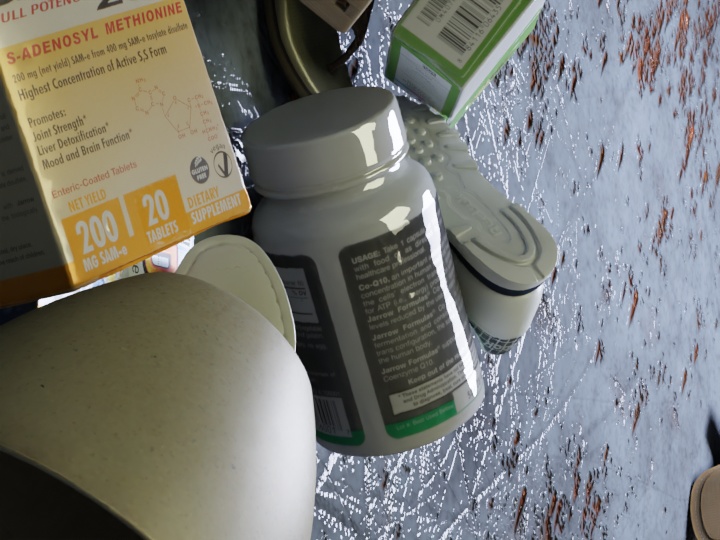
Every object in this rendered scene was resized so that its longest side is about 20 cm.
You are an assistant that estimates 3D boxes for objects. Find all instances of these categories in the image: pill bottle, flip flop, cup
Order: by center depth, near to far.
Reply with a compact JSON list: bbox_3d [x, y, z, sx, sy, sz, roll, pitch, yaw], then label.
[{"bbox_3d":[-0.097,0.086,0.829,0.143,0.200,0.201,-55,135,-37],"label":"cup"},{"bbox_3d":[0.000,0.000,1.168,0.113,0.113,0.201,-49,129,-56],"label":"pill bottle"},{"bbox_3d":[-0.020,-0.188,1.221,0.081,0.057,0.201,7,78,-65],"label":"flip flop"}]

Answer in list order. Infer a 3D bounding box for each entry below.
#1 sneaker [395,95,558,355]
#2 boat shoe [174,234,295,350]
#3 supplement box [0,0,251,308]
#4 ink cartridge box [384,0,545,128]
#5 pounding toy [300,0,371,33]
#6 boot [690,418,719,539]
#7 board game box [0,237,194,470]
[{"bbox_3d":[0.044,-0.034,1.250,0.076,0.200,0.081,-18,143,-27],"label":"sneaker"},{"bbox_3d":[-0.067,0.082,0.994,0.060,0.072,0.203,97,-11,-65],"label":"boat shoe"},{"bbox_3d":[-0.141,-0.098,0.887,0.126,0.073,0.201,-28,102,-48],"label":"supplement box"},{"bbox_3d":[0.069,-0.157,1.258,0.104,0.059,0.200,-52,177,-3],"label":"ink cartridge box"},{"bbox_3d":[-0.010,-0.239,1.137,0.184,0.142,0.200,39,39,-5],"label":"pounding toy"},{"bbox_3d":[0.391,0.247,1.970,0.200,0.073,0.155,-64,144,-43],"label":"boot"},{"bbox_3d":[-0.134,0.009,0.980,0.135,0.034,0.201,26,63,-60],"label":"board game box"}]
